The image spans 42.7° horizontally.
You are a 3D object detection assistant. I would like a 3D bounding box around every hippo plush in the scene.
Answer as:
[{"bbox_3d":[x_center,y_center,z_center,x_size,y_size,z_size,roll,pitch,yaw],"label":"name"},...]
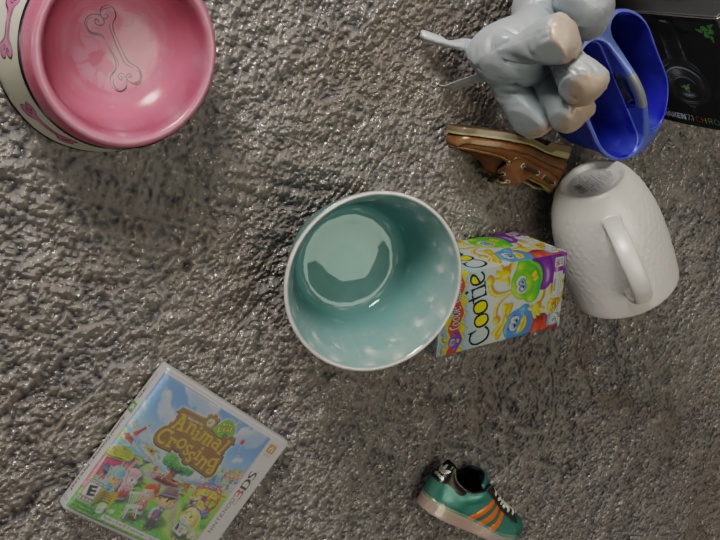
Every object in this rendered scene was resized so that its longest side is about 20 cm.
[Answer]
[{"bbox_3d":[0.210,-0.258,1.056,0.161,0.200,0.159,-56,135,-28],"label":"hippo plush"}]

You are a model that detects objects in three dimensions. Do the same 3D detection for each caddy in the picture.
[{"bbox_3d":[0.314,-0.234,1.159,0.141,0.105,0.200,-46,126,-13],"label":"caddy"}]

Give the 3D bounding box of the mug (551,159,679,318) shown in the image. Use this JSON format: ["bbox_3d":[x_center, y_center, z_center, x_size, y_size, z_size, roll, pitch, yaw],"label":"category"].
[{"bbox_3d":[0.328,-0.036,1.189,0.147,0.200,0.176,-22,121,9],"label":"mug"}]

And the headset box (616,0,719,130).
[{"bbox_3d":[0.434,-0.289,1.180,0.093,0.174,0.200,-45,127,-13],"label":"headset box"}]

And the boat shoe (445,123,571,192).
[{"bbox_3d":[0.182,-0.135,1.127,0.200,0.072,0.068,6,104,-35],"label":"boat shoe"}]

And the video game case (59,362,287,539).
[{"bbox_3d":[-0.200,0.223,1.027,0.200,0.022,0.182,41,82,-37],"label":"video game case"}]

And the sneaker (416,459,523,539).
[{"bbox_3d":[0.170,0.323,1.289,0.200,0.071,0.080,28,94,-37],"label":"sneaker"}]

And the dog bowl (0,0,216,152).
[{"bbox_3d":[-0.219,-0.199,0.824,0.200,0.074,0.201,-13,114,-31],"label":"dog bowl"}]

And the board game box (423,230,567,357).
[{"bbox_3d":[0.144,0.025,1.140,0.200,0.103,0.105,-11,113,-32],"label":"board game box"}]

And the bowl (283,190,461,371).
[{"bbox_3d":[0.000,0.000,1.015,0.200,0.105,0.201,-6,108,-18],"label":"bowl"}]
